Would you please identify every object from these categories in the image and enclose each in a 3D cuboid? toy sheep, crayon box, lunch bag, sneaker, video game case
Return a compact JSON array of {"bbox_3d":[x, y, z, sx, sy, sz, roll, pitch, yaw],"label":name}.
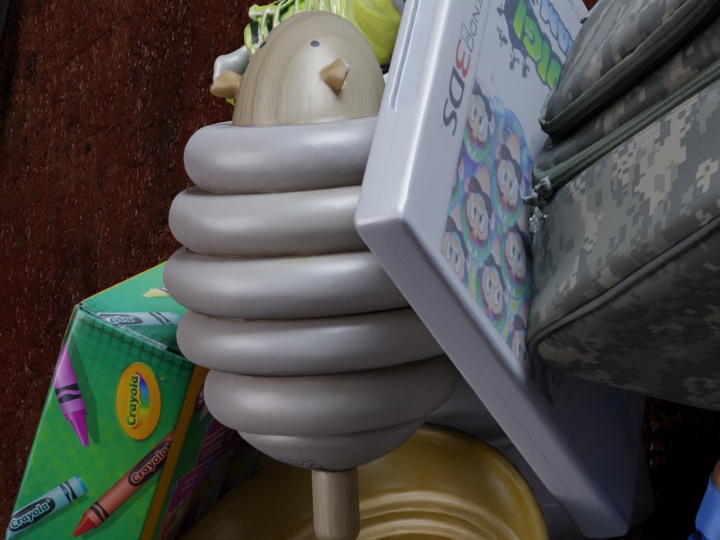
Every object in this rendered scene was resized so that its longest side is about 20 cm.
[{"bbox_3d":[-0.010,0.003,0.790,0.138,0.137,0.202,-175,76,-67],"label":"toy sheep"},{"bbox_3d":[-0.075,0.058,0.919,0.200,0.058,0.120,-31,-38,-68],"label":"crayon box"},{"bbox_3d":[0.146,-0.055,0.704,0.200,0.138,0.169,141,141,-61],"label":"lunch bag"},{"bbox_3d":[-0.023,-0.130,1.198,0.200,0.076,0.076,136,136,-56],"label":"sneaker"},{"bbox_3d":[0.066,-0.029,0.784,0.024,0.200,0.183,-9,49,28],"label":"video game case"}]

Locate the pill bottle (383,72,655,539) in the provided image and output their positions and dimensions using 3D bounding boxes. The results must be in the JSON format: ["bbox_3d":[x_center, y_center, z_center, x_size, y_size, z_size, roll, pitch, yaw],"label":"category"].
[{"bbox_3d":[0.060,0.016,0.904,0.114,0.113,0.202,135,129,-57],"label":"pill bottle"}]

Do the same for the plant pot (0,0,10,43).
[{"bbox_3d":[-0.447,-0.230,2.124,0.200,0.199,0.200,-68,26,15],"label":"plant pot"}]

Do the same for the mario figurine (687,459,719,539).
[{"bbox_3d":[0.131,0.165,0.792,0.201,0.105,0.124,-61,-4,25],"label":"mario figurine"}]

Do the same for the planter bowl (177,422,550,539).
[{"bbox_3d":[0.001,0.164,0.810,0.199,0.084,0.201,-23,39,19],"label":"planter bowl"}]
